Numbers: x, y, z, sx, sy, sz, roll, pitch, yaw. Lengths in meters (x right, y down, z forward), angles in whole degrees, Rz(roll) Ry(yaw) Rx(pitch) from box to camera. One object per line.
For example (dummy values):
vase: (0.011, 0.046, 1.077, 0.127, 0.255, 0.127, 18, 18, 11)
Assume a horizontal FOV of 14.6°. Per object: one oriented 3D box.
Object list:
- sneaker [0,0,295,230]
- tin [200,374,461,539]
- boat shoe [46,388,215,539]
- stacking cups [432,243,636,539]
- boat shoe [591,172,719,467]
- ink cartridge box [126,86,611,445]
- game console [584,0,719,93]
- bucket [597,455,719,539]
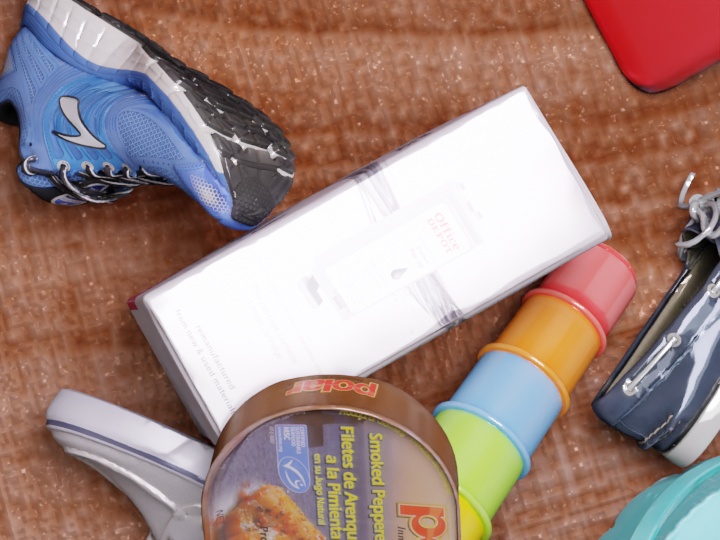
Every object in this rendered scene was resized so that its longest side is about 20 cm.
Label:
sneaker: (-0.106, -0.059, 1.314, 0.078, 0.200, 0.089, 25, 97, -44)
tin: (-0.008, 0.134, 1.235, 0.112, 0.042, 0.200, 2, 121, 7)
boat shoe: (-0.066, 0.125, 1.330, 0.200, 0.071, 0.070, 29, 82, -9)
stacking cups: (0.068, 0.066, 1.321, 0.060, 0.061, 0.200, 37, 64, 1)
boat shoe: (0.177, -0.004, 1.358, 0.062, 0.075, 0.200, 30, 84, -8)
ink cartridge box: (0.000, 0.000, 1.307, 0.200, 0.147, 0.083, -29, 92, -7)
game console: (0.183, -0.217, 1.413, 0.172, 0.119, 0.200, -24, 85, -38)
bucket: (0.197, 0.180, 1.306, 0.207, 0.135, 0.208, 1, 81, -4)
